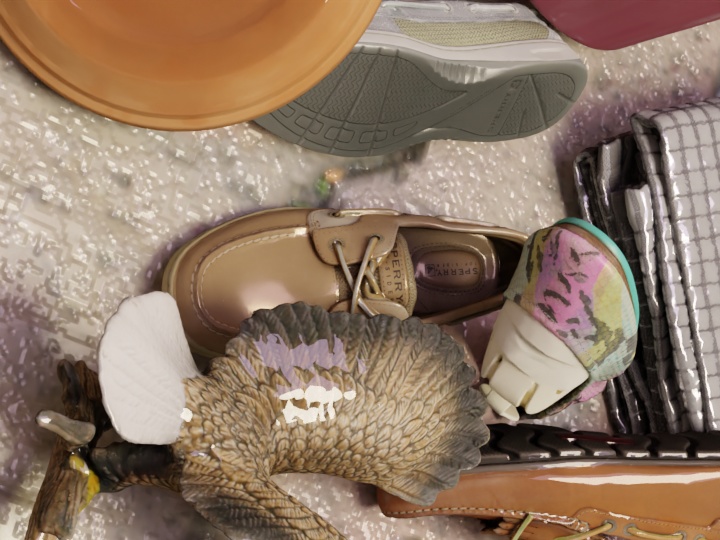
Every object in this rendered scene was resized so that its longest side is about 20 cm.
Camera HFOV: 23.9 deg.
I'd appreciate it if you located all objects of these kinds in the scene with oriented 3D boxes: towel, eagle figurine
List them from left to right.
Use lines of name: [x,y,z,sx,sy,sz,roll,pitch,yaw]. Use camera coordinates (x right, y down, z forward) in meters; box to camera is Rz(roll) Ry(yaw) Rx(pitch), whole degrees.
eagle figurine: [-0.037,0.090,0.732,0.198,0.151,0.153,12,100,0]
towel: [0.206,0.002,0.947,0.165,0.085,0.202,-15,95,-33]

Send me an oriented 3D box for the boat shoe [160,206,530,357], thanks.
boat shoe: [0.000,0.000,0.816,0.199,0.064,0.072,-9,91,-35]

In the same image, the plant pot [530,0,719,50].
plant pot: [0.170,-0.208,0.867,0.199,0.179,0.202,20,58,-35]

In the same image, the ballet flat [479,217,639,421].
ballet flat: [0.088,0.039,0.809,0.071,0.200,0.069,-43,77,-10]

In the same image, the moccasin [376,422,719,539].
moccasin: [0.107,0.119,0.851,0.200,0.074,0.078,2,99,-15]

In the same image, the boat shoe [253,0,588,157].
boat shoe: [0.022,-0.105,0.845,0.201,0.075,0.065,-5,52,-32]

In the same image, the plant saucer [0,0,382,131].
plant saucer: [-0.079,-0.161,0.736,0.198,0.037,0.202,0,96,-4]
